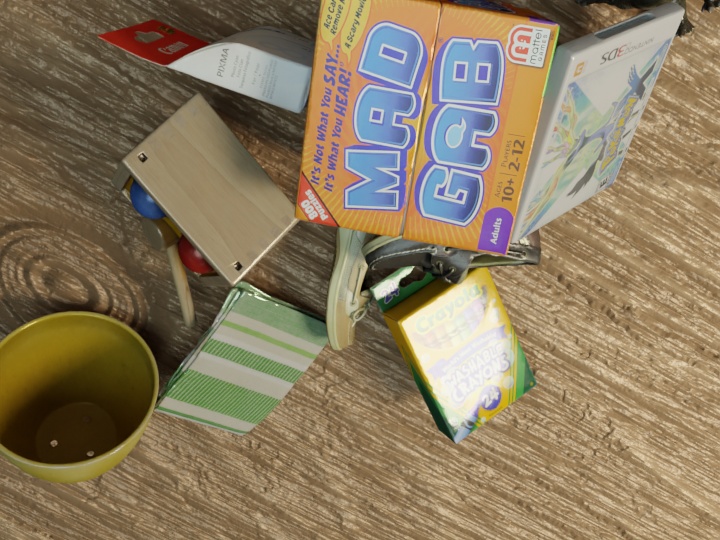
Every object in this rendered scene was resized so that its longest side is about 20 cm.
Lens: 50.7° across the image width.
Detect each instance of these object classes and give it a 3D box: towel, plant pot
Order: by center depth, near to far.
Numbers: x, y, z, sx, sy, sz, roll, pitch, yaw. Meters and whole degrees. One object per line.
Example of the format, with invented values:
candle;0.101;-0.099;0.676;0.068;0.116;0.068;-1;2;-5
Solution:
plant pot;-0.345;0.174;0.916;0.196;0.202;0.143;17;138;-2
towel;-0.141;0.115;0.922;0.151;0.024;0.201;26;112;-35

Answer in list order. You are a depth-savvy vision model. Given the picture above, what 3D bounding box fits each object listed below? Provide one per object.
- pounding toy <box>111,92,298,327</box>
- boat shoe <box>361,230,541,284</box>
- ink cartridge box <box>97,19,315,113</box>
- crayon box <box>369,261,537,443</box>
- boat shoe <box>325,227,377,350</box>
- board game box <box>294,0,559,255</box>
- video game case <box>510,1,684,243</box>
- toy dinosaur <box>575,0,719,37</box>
pounding toy;-0.177;-0.050;0.809;0.142;0.199;0.185;-45;104;-17
boat shoe;0.102;-0.019;0.812;0.196;0.072;0.067;-10;78;-7
ink cartridge box;-0.131;-0.222;0.745;0.196;0.161;0.048;20;113;-4
crayon box;0.110;0.078;0.875;0.124;0.051;0.203;-31;107;-14
boat shoe;0.000;-0.001;0.870;0.062;0.073;0.205;10;105;5
board game box;0.057;-0.159;0.733;0.195;0.200;0.204;9;112;1
video game case;0.219;-0.139;0.726;0.022;0.181;0.202;40;141;30
toy dinosaur;0.307;-0.295;0.728;0.198;0.078;0.103;-30;120;19
